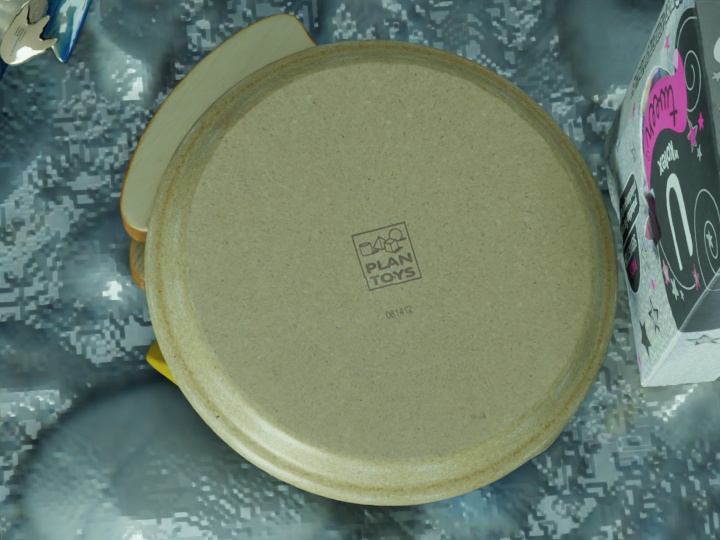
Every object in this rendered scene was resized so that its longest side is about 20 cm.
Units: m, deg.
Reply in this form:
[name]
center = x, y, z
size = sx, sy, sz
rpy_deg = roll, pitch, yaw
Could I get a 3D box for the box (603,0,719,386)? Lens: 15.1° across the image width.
[box]
center = 0.171, -0.034, 1.010
size = 0.132, 0.200, 0.115
rpy_deg = -6, 74, -5

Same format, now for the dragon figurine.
[dragon figurine]
center = -0.138, -0.119, 1.087
size = 0.059, 0.099, 0.200
rpy_deg = 17, 93, -1

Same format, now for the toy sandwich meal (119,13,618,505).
[toy sandwich meal]
center = 0.000, 0.000, 1.063
size = 0.205, 0.070, 0.205
rpy_deg = 2, 76, -8
